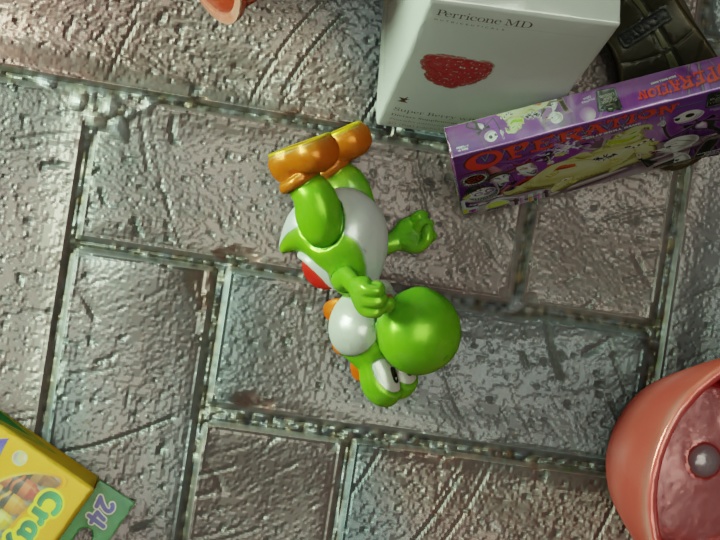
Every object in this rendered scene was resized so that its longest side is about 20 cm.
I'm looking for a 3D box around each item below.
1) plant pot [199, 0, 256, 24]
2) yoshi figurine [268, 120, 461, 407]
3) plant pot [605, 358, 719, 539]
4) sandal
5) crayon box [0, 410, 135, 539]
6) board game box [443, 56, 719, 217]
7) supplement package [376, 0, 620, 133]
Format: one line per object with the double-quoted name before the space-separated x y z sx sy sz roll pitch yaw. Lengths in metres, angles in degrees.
"plant pot" -0.039 -0.296 0.895 0.195 0.201 0.201 -25 93 -14
"yoshi figurine" 0.014 -0.005 0.941 0.112 0.112 0.201 -21 96 -13
"plant pot" 0.266 0.147 0.935 0.200 0.177 0.201 0 90 -6
"sandal" 0.208 -0.169 0.984 0.082 0.055 0.200 -30 107 17
"crayon box" -0.275 0.162 0.932 0.200 0.052 0.126 35 86 -7
"board game box" 0.162 -0.091 0.932 0.199 0.120 0.032 -14 67 4
"supplement package" 0.086 -0.180 0.887 0.121 0.200 0.120 6 74 -7
